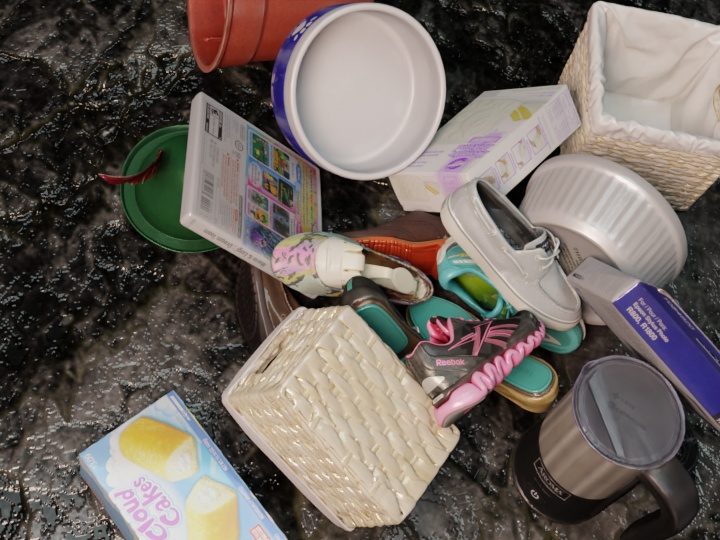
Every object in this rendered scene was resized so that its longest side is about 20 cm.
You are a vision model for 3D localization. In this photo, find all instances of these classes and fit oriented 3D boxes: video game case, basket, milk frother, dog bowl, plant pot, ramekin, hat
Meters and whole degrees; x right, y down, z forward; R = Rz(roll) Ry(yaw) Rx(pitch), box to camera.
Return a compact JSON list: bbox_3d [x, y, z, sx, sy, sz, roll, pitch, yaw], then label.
[{"bbox_3d":[-0.116,-0.085,1.158,0.181,0.024,0.202,31,37,-32],"label":"video game case"},{"bbox_3d":[0.359,-0.204,1.327,0.197,0.161,0.201,10,60,-8],"label":"basket"},{"bbox_3d":[-0.014,0.145,1.034,0.200,0.123,0.136,49,60,-15],"label":"basket"},{"bbox_3d":[0.286,0.168,1.093,0.180,0.189,0.201,35,60,7],"label":"milk frother"},{"bbox_3d":[-0.003,-0.212,1.233,0.197,0.079,0.203,-6,105,-23],"label":"dog bowl"},{"bbox_3d":[-0.097,-0.344,1.292,0.193,0.201,0.203,-2,62,-23],"label":"plant pot"},{"bbox_3d":[0.258,-0.027,1.188,0.202,0.203,0.094,37,63,9],"label":"ramekin"},{"bbox_3d":[-0.185,-0.127,1.150,0.163,0.177,0.202,8,60,-8],"label":"hat"}]

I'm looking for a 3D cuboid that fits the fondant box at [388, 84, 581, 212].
[{"bbox_3d":[0.150,-0.147,1.259,0.200,0.143,0.059,-42,118,-27],"label":"fondant box"}]

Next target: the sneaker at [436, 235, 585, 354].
[{"bbox_3d":[0.165,0.040,1.179,0.199,0.078,0.080,32,36,-10],"label":"sneaker"}]

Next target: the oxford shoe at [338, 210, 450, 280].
[{"bbox_3d":[0.046,-0.030,1.224,0.197,0.072,0.073,1,44,-20],"label":"oxford shoe"}]

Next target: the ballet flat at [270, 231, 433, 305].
[{"bbox_3d":[0.000,0.000,1.121,0.198,0.071,0.070,14,82,-37],"label":"ballet flat"}]

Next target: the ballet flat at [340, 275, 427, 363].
[{"bbox_3d":[0.038,0.077,1.110,0.067,0.201,0.069,-27,38,5],"label":"ballet flat"}]

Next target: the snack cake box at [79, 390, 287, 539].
[{"bbox_3d":[-0.173,0.235,1.022,0.114,0.067,0.200,-33,73,-27],"label":"snack cake box"}]

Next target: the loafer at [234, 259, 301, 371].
[{"bbox_3d":[-0.087,0.064,1.140,0.070,0.073,0.202,-4,68,-26],"label":"loafer"}]

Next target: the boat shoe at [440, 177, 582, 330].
[{"bbox_3d":[0.175,-0.018,1.126,0.201,0.071,0.070,44,47,-5],"label":"boat shoe"}]

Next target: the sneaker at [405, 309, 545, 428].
[{"bbox_3d":[0.114,0.074,1.052,0.096,0.079,0.199,47,38,10],"label":"sneaker"}]

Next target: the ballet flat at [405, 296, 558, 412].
[{"bbox_3d":[0.132,0.099,1.166,0.199,0.063,0.069,34,70,29],"label":"ballet flat"}]

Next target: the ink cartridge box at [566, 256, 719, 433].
[{"bbox_3d":[0.307,0.080,1.039,0.041,0.200,0.200,-43,100,1],"label":"ink cartridge box"}]
